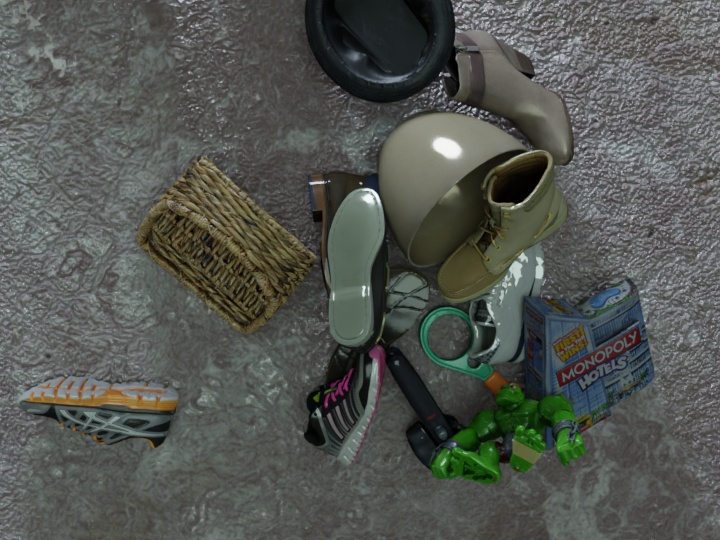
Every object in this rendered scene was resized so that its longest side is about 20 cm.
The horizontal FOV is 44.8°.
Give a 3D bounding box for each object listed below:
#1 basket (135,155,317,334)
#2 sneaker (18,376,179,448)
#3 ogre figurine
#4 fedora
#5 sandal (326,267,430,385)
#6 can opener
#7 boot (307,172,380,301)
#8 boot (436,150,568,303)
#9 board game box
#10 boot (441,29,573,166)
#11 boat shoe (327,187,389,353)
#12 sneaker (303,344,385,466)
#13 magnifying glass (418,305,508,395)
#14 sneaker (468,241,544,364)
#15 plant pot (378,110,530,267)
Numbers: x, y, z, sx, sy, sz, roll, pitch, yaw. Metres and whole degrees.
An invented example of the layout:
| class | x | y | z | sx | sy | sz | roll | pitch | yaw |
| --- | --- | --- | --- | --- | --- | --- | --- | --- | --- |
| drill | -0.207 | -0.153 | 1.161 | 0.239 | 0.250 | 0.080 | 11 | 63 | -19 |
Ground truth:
| class | x | y | z | sx | sy | sz | roll | pitch | yaw |
| --- | --- | --- | --- | --- | --- | --- | --- | --- | --- |
| basket | -0.170 | -0.023 | 1.086 | 0.200 | 0.143 | 0.149 | 43 | 88 | -7 |
| sneaker | -0.336 | 0.185 | 1.120 | 0.198 | 0.078 | 0.078 | 7 | 103 | -6 |
| ogre figurine | 0.189 | 0.206 | 1.090 | 0.098 | 0.120 | 0.200 | 47 | 125 | -2 |
| fedora | 0.027 | -0.307 | 1.104 | 0.199 | 0.092 | 0.203 | 0 | 92 | 9 |
| sandal | 0.021 | 0.080 | 1.165 | 0.081 | 0.055 | 0.201 | 27 | 105 | -2 |
| can opener | 0.086 | 0.185 | 1.151 | 0.078 | 0.063 | 0.201 | -33 | 116 | -9 |
| boot | -0.007 | -0.034 | 1.127 | 0.096 | 0.075 | 0.202 | -10 | 85 | -3 |
| boot | 0.162 | -0.051 | 1.062 | 0.199 | 0.155 | 0.073 | -37 | 65 | 4 |
| board game box | 0.293 | 0.103 | 1.146 | 0.199 | 0.062 | 0.201 | -27 | 120 | -9 |
| boot | 0.176 | -0.219 | 1.105 | 0.145 | 0.070 | 0.201 | -1 | 56 | -33 |
| boat shoe | 0.000 | 0.000 | 1.072 | 0.071 | 0.061 | 0.203 | -2 | 70 | 20 |
| sneaker | -0.025 | 0.169 | 1.124 | 0.087 | 0.074 | 0.201 | 18 | 128 | 1 |
| magnifying glass | 0.160 | 0.129 | 1.196 | 0.200 | 0.022 | 0.080 | 45 | 88 | -9 |
| sneaker | 0.186 | 0.024 | 1.150 | 0.080 | 0.076 | 0.202 | 4 | 90 | -32 |
| plant pot | 0.098 | -0.122 | 1.100 | 0.200 | 0.200 | 0.135 | -39 | 68 | -2 |
